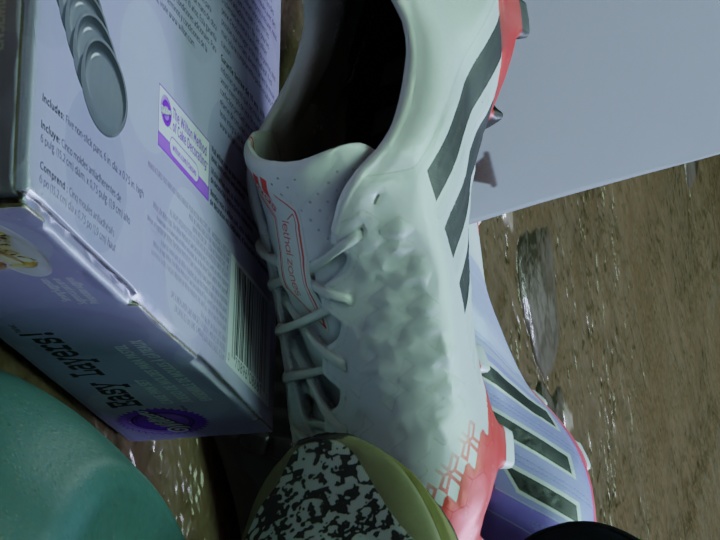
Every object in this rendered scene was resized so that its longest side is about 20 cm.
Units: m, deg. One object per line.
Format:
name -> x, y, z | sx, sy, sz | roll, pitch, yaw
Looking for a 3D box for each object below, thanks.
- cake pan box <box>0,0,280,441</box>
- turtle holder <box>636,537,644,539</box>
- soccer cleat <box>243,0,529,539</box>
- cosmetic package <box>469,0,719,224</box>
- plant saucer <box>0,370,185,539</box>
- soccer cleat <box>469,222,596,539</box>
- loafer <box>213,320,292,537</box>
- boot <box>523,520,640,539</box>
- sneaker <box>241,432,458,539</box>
cake pan box -> -0.067, -0.067, 0.741 | 0.200, 0.052, 0.185 | 48, 41, -66
turtle holder -> 0.081, 0.163, 1.052 | 0.132, 0.140, 0.187 | -30, 119, -57
soccer cleat -> 0.000, 0.000, 0.772 | 0.085, 0.068, 0.201 | 12, 83, -51
cosmetic package -> 0.058, -0.149, 0.933 | 0.201, 0.164, 0.165 | -103, 177, -49
plant saucer -> -0.069, 0.123, 0.690 | 0.200, 0.036, 0.201 | -6, 90, -76
soccer cleat -> 0.026, 0.035, 0.991 | 0.076, 0.067, 0.201 | 5, 65, -55
loafer -> -0.012, 0.046, 0.894 | 0.071, 0.073, 0.201 | -69, 157, -78
boot -> 0.066, 0.141, 0.847 | 0.168, 0.076, 0.201 | 49, 22, -56
sneaker -> -0.021, 0.112, 0.676 | 0.089, 0.077, 0.201 | 54, 32, -41
